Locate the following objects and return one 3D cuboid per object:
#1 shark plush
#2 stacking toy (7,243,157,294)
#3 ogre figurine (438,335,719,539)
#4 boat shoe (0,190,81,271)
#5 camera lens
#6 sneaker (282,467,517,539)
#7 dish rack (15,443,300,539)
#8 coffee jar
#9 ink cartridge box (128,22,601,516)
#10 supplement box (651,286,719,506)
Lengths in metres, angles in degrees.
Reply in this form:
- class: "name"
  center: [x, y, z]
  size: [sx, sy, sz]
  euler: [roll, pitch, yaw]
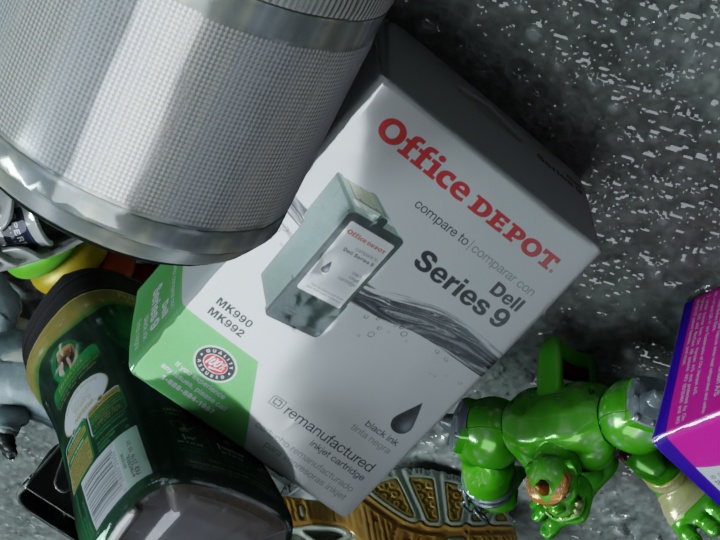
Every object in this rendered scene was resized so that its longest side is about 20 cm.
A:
- class: "shark plush"
  center: [-0.205, 0.089, 1.055]
  size: [0.199, 0.083, 0.091]
  euler: [37, 143, 8]
- class: "stacking toy"
  center: [-0.176, -0.023, 0.966]
  size: [0.085, 0.086, 0.200]
  euler: [-18, 132, 37]
- class: "ogre figurine"
  center: [0.128, 0.101, 0.951]
  size: [0.199, 0.099, 0.120]
  euler: [11, 160, 43]
- class: "boat shoe"
  center: [-0.181, -0.036, 0.870]
  size: [0.199, 0.065, 0.074]
  euler: [-30, 127, -8]
- class: "camera lens"
  center: [-0.073, -0.116, 0.709]
  size: [0.159, 0.160, 0.201]
  euler: [26, 116, -5]
- class: "sneaker"
  center: [0.000, 0.179, 1.089]
  size: [0.197, 0.076, 0.088]
  euler: [-2, 153, -4]
- class: "dish rack"
  center: [-0.125, 0.138, 1.126]
  size: [0.153, 0.055, 0.200]
  euler: [34, 138, -15]
- class: "coffee jar"
  center: [-0.114, 0.085, 0.891]
  size: [0.104, 0.200, 0.086]
  euler: [28, 109, -36]
- class: "ink cartridge box"
  center: [0.000, 0.000, 0.840]
  size: [0.145, 0.084, 0.200]
  euler: [35, 111, -18]
- class: "supplement box"
  center: [0.257, 0.046, 0.825]
  size: [0.101, 0.104, 0.199]
  euler: [42, 137, -21]
